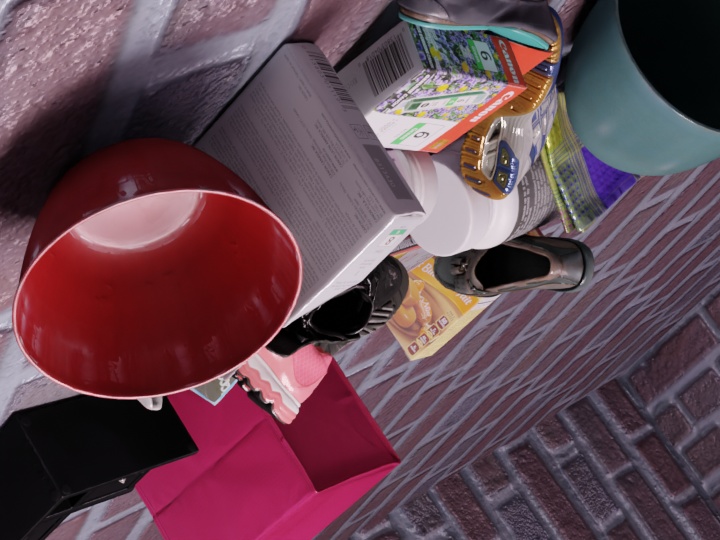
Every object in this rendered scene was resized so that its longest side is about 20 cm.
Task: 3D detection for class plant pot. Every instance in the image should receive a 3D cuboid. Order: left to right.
[{"bbox_3d":[0.284,-0.181,1.364,0.199,0.202,0.161,-26,170,-30],"label":"plant pot"}]

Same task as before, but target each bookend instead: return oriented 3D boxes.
[{"bbox_3d":[-0.301,0.217,1.458,0.200,0.093,0.198,-43,163,29],"label":"bookend"}]

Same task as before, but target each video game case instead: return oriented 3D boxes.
[{"bbox_3d":[0.000,0.000,1.507,0.198,0.018,0.143,-18,171,-31],"label":"video game case"}]

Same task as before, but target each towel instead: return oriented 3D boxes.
[{"bbox_3d":[0.249,-0.142,1.474,0.023,0.145,0.199,1,-152,46],"label":"towel"}]

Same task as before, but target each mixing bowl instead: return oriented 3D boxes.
[{"bbox_3d":[-0.148,-0.016,1.012,0.197,0.109,0.202,-12,138,-11],"label":"mixing bowl"}]

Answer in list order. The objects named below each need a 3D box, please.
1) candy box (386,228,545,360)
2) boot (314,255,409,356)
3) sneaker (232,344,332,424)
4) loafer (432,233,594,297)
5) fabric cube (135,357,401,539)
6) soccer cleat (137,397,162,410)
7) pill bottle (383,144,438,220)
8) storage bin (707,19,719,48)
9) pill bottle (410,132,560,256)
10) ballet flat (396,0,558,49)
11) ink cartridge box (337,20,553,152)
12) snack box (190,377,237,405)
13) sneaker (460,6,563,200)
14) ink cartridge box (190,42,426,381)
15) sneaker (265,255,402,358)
[{"bbox_3d":[0.102,-0.007,1.618,0.200,0.116,0.055,-43,163,26],"label":"candy box"},{"bbox_3d":[-0.040,0.055,1.428,0.181,0.073,0.200,-36,178,-7],"label":"boot"},{"bbox_3d":[-0.097,0.036,1.259,0.087,0.201,0.074,-42,-152,-15],"label":"sneaker"},{"bbox_3d":[0.143,-0.009,1.493,0.198,0.073,0.062,-2,179,45],"label":"loafer"},{"bbox_3d":[-0.113,0.205,1.624,0.199,0.201,0.195,-41,163,24],"label":"fabric cube"},{"bbox_3d":[-0.139,0.044,1.310,0.199,0.086,0.069,-38,164,9],"label":"soccer cleat"},{"bbox_3d":[-0.024,-0.060,1.199,0.199,0.113,0.112,-17,156,-50],"label":"pill bottle"},{"bbox_3d":[0.415,-0.262,1.428,0.134,0.202,0.145,-31,169,31],"label":"storage bin"},{"bbox_3d":[0.139,-0.088,1.463,0.199,0.114,0.114,-22,160,-41],"label":"pill bottle"},{"bbox_3d":[0.101,-0.211,1.112,0.073,0.074,0.199,-44,157,29],"label":"ballet flat"},{"bbox_3d":[0.070,-0.143,1.183,0.109,0.051,0.199,-34,158,36],"label":"ink cartridge box"},{"bbox_3d":[-0.085,0.026,1.362,0.200,0.037,0.117,-47,-165,35],"label":"snack box"},{"bbox_3d":[0.144,-0.163,1.318,0.088,0.075,0.202,-41,156,-43],"label":"sneaker"},{"bbox_3d":[-0.064,-0.041,1.077,0.200,0.162,0.050,-44,157,30],"label":"ink cartridge box"},{"bbox_3d":[-0.018,0.028,1.208,0.198,0.104,0.061,-7,109,-40],"label":"sneaker"}]
